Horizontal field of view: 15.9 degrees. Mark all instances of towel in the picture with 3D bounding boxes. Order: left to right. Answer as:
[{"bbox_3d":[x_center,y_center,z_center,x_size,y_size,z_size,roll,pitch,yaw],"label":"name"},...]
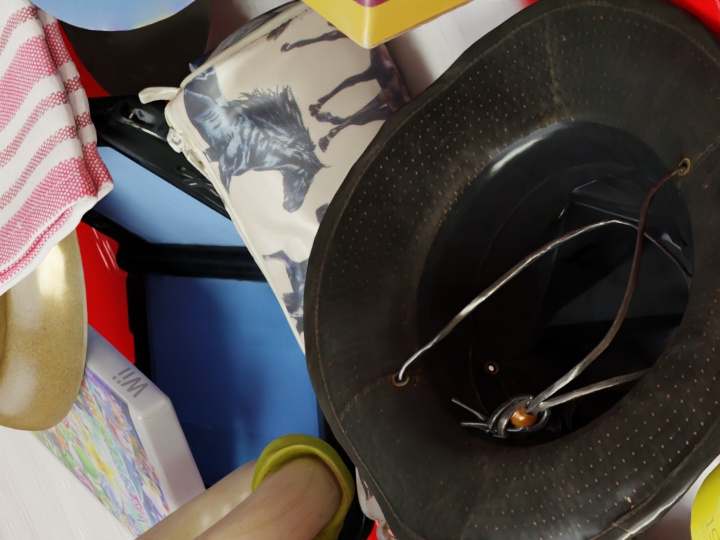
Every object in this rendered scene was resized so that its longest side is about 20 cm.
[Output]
[{"bbox_3d":[-0.176,-0.078,1.023,0.146,0.030,0.200,-37,65,35],"label":"towel"}]

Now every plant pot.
[{"bbox_3d":[-0.177,-0.023,1.101,0.200,0.027,0.200,34,133,46],"label":"plant pot"}]

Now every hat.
[{"bbox_3d":[0.077,0.012,0.827,0.200,0.081,0.201,-21,56,36],"label":"hat"}]

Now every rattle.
[{"bbox_3d":[-0.068,0.163,0.971,0.130,0.200,0.143,2,124,52],"label":"rattle"}]

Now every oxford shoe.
[{"bbox_3d":[-0.107,-0.164,1.028,0.071,0.071,0.200,-173,68,-75],"label":"oxford shoe"}]

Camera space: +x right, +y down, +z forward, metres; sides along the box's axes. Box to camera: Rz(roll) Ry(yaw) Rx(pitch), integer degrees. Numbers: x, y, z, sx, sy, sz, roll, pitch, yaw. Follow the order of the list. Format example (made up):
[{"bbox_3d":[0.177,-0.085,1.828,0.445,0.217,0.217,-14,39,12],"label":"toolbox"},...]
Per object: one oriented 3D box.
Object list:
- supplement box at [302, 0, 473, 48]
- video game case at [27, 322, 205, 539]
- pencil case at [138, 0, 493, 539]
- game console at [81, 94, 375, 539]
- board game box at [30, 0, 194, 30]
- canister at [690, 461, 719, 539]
[{"bbox_3d":[0.002,-0.191,0.770,0.131,0.103,0.200,41,145,34],"label":"supplement box"},{"bbox_3d":[-0.124,0.060,1.145,0.200,0.018,0.143,38,154,43],"label":"video game case"},{"bbox_3d":[0.000,0.000,0.949,0.200,0.089,0.078,64,-175,-3],"label":"pencil case"},{"bbox_3d":[-0.088,0.018,1.073,0.176,0.117,0.200,31,165,-29],"label":"game console"},{"bbox_3d":[-0.075,-0.187,0.937,0.158,0.039,0.200,21,108,42],"label":"board game box"},{"bbox_3d":[0.182,0.068,0.708,0.149,0.086,0.200,55,152,15],"label":"canister"}]
